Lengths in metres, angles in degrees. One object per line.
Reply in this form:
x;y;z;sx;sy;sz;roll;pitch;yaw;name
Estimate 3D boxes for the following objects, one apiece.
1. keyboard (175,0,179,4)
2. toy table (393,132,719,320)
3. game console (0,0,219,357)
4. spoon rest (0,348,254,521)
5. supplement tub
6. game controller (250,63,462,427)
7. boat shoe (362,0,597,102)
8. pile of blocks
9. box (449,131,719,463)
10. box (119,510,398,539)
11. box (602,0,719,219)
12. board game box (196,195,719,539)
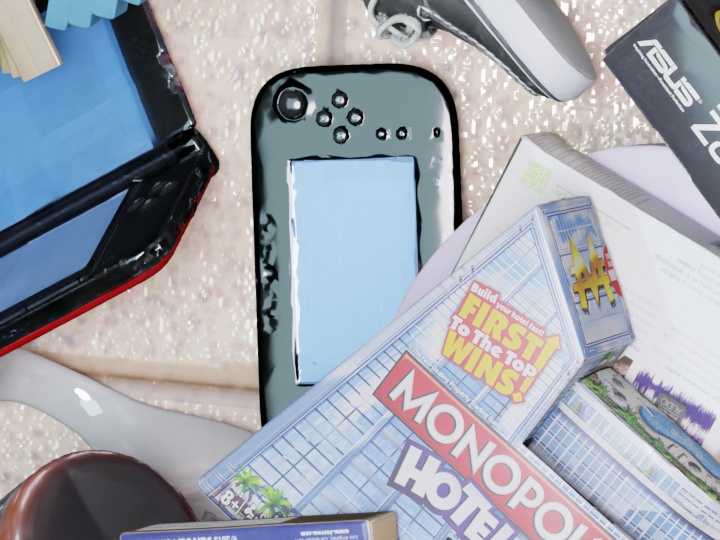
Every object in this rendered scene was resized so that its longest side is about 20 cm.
-0.077;-0.210;1.414;0.200;0.021;0.127;-33;80;17;keyboard
0.115;0.019;1.366;0.200;0.117;0.184;-23;85;24;toy table
-0.186;-0.042;1.496;0.200;0.172;0.119;-27;109;23;game console
-0.106;0.101;1.509;0.200;0.061;0.099;34;108;4;spoon rest
-0.162;0.169;1.473;0.107;0.107;0.200;61;142;9;supplement tub
0.000;0.000;1.456;0.104;0.042;0.200;-1;94;24;game controller
0.027;-0.140;1.415;0.199;0.074;0.068;46;105;14;boat shoe
-0.152;-0.147;1.492;0.200;0.062;0.082;-20;100;16;pile of blocks
0.089;0.061;1.300;0.144;0.036;0.200;33;106;18;box
-0.033;0.205;1.268;0.121;0.032;0.200;-5;92;26;box
0.196;-0.044;1.280;0.049;0.200;0.161;-37;79;23;box
0.065;0.079;1.260;0.200;0.062;0.200;42;111;15;board game box
